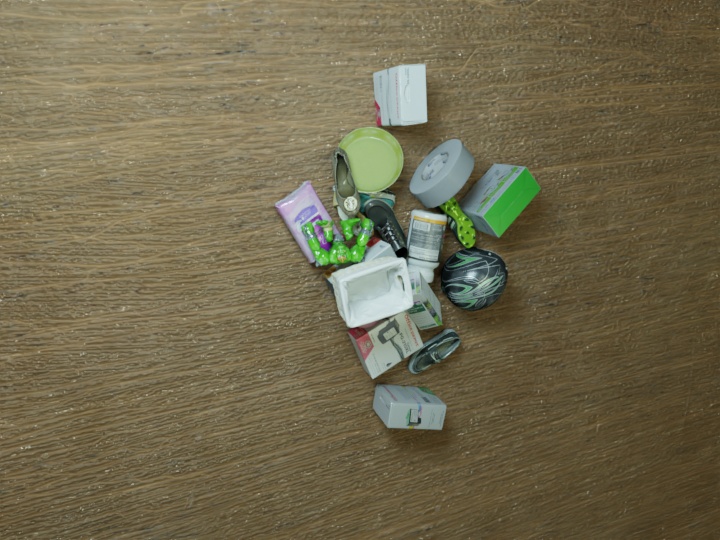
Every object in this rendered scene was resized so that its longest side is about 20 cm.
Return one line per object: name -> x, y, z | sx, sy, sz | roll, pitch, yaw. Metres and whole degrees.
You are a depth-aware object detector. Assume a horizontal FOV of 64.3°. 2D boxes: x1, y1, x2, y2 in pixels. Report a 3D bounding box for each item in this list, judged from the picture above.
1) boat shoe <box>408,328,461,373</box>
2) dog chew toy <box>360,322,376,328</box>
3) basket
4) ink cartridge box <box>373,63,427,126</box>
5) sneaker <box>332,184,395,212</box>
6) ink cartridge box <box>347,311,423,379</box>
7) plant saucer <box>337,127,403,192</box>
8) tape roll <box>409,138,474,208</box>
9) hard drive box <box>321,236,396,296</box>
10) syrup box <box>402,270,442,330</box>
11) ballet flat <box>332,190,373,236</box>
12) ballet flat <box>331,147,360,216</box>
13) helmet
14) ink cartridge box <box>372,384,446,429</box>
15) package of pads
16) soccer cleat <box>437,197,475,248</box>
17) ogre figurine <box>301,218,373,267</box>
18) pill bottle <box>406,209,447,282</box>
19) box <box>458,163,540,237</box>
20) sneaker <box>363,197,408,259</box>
boat shoe -> 0.240, 0.264, 1.857 | 0.199, 0.071, 0.073 | -40, 112, -7
dog chew toy -> 0.050, 0.092, 1.726 | 0.195, 0.124, 0.129 | -20, 109, -24
basket -> 0.026, 0.049, 1.532 | 0.194, 0.123, 0.140 | -17, 106, -16
ink cartridge box -> 0.108, -0.477, 1.572 | 0.081, 0.200, 0.151 | -9, 105, -17
sneaker -> 0.010, -0.208, 1.667 | 0.193, 0.078, 0.082 | 10, 112, -19
ink cartridge box -> 0.080, 0.212, 1.777 | 0.196, 0.084, 0.148 | -30, 111, -13
plant saucer -> 0.024, -0.308, 1.623 | 0.192, 0.031, 0.207 | 0, 73, 1
tape roll -> 0.235, -0.282, 1.664 | 0.066, 0.200, 0.202 | 38, 88, -23
hard drive box -> 0.000, 0.000, 1.663 | 0.198, 0.155, 0.078 | -36, 110, -10
syrup box -> 0.177, 0.092, 1.721 | 0.076, 0.084, 0.201 | -15, 143, 20
ballet flat -> -0.025, -0.145, 1.647 | 0.201, 0.067, 0.064 | 51, 41, -38
ballet flat -> -0.043, -0.247, 1.565 | 0.065, 0.047, 0.207 | -10, 72, -1
helmet -> 0.354, 0.028, 1.782 | 0.193, 0.190, 0.208 | -4, 103, -18
ink cartridge box -> 0.152, 0.433, 1.821 | 0.194, 0.144, 0.087 | 8, 100, -22
package of pads -> -0.146, -0.136, 1.620 | 0.119, 0.076, 0.203 | -34, 111, -7
soccer cleat -> 0.294, -0.160, 1.775 | 0.067, 0.081, 0.202 | -36, 110, -6
ogre figurine -> -0.057, -0.077, 1.575 | 0.194, 0.097, 0.125 | -6, 90, -30
pill bottle -> 0.193, -0.075, 1.740 | 0.113, 0.116, 0.207 | 5, 101, -21
box -> 0.417, -0.221, 1.759 | 0.201, 0.176, 0.097 | -48, 112, -5
sneaker -> 0.083, -0.120, 1.661 | 0.074, 0.108, 0.200 | -33, 132, 15
